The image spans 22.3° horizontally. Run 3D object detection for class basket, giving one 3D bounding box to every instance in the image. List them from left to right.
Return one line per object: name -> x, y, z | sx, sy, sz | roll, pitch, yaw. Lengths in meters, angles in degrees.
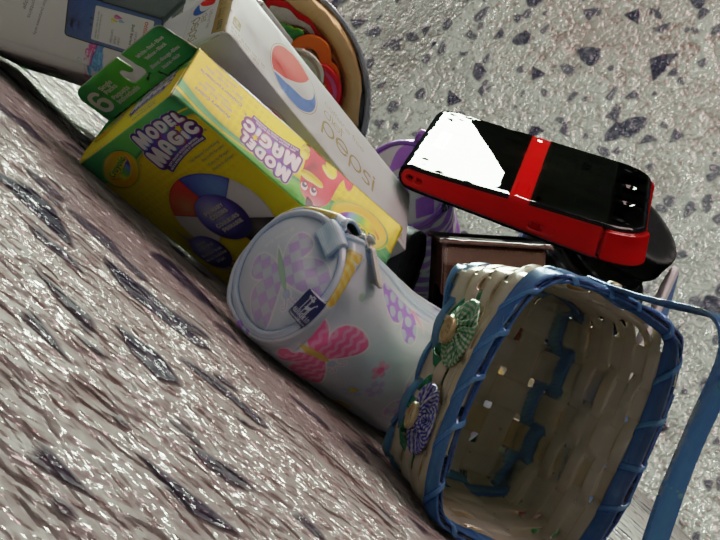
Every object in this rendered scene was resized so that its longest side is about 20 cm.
basket -> 0.108, 0.088, 0.984 | 0.139, 0.177, 0.200 | 21, 1, -37

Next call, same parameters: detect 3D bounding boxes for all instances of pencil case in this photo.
pencil case -> 0.007, 0.038, 1.095 | 0.200, 0.091, 0.083 | 40, 5, -47
pencil case -> 0.043, -0.036, 1.466 | 0.084, 0.086, 0.200 | 20, -19, 12

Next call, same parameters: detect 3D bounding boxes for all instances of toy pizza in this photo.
toy pizza -> -0.091, -0.132, 1.397 | 0.200, 0.200, 0.032 | 41, 21, -5

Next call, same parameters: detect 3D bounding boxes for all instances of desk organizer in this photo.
desk organizer -> 0.082, 0.016, 1.236 | 0.071, 0.077, 0.200 | 3, 2, 0

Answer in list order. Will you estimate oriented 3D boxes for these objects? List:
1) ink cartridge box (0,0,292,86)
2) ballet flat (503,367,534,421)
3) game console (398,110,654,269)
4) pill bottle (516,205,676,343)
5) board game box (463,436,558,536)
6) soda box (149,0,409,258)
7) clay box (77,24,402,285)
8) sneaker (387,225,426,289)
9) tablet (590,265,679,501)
ink cartridge box -> -0.160, -0.165, 1.296 | 0.199, 0.088, 0.145 | 19, -1, 8
ballet flat -> 0.116, 0.110, 1.384 | 0.200, 0.067, 0.063 | 30, 37, -59
game console -> 0.123, -0.060, 1.310 | 0.176, 0.031, 0.200 | 17, 18, 5
pill bottle -> 0.153, 0.022, 1.462 | 0.112, 0.200, 0.112 | 30, 34, -23
board game box -> 0.076, 0.124, 1.352 | 0.135, 0.029, 0.200 | 40, 2, -45
soda box -> -0.048, -0.086, 1.187 | 0.200, 0.064, 0.068 | 49, 26, -28
clay box -> -0.085, -0.055, 1.137 | 0.200, 0.048, 0.115 | 39, -39, -18
sneaker -> 0.000, 0.000, 1.351 | 0.082, 0.070, 0.200 | 25, -12, 3
tablet -> 0.199, 0.104, 1.406 | 0.014, 0.200, 0.130 | 21, -32, 13
